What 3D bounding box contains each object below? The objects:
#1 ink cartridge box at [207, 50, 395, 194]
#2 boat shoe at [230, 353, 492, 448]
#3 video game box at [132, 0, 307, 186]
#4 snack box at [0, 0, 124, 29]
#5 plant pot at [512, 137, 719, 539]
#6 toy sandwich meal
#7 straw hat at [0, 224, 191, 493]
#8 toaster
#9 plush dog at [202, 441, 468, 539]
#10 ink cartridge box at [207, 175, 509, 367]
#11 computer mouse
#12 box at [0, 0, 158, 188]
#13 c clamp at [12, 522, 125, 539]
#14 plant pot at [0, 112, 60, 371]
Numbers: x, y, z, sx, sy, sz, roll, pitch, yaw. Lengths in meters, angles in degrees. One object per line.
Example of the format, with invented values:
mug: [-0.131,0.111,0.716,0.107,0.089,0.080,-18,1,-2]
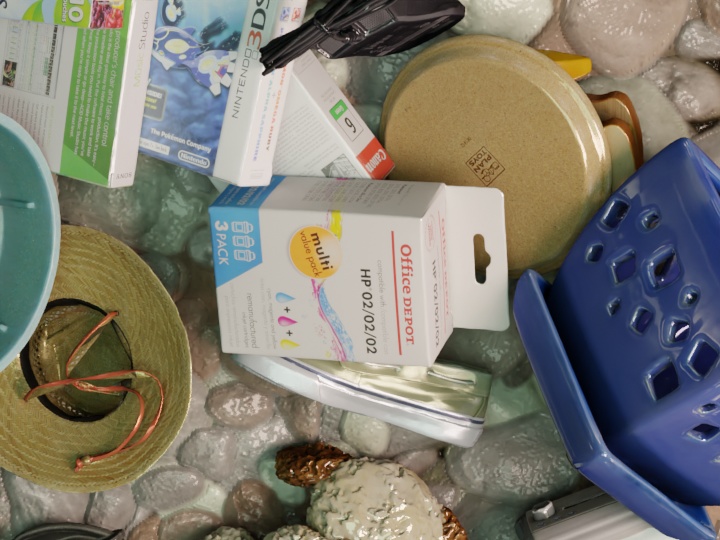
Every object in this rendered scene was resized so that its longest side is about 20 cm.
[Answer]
ink cartridge box: [-0.040,-0.069,1.555,0.109,0.050,0.200,-33,99,27]
boat shoe: [0.003,0.075,1.593,0.199,0.072,0.062,18,91,-12]
video game box: [-0.135,-0.173,1.511,0.199,0.047,0.183,19,101,28]
snack box: [-0.254,-0.248,1.467,0.199,0.053,0.143,10,101,22]
plant pot: [0.229,0.062,1.484,0.179,0.201,0.200,-35,139,17]
toy sandwich meal: [0.110,-0.087,1.546,0.204,0.070,0.206,13,118,25]
straw hat: [-0.204,0.067,1.582,0.200,0.085,0.202,0,89,14]
toaster: [0.209,0.245,1.590,0.129,0.114,0.201,-27,98,5]
plush dog: [-0.012,0.219,1.589,0.199,0.160,0.172,32,78,-4]
ink cartridge box: [0.000,0.000,1.503,0.199,0.068,0.116,3,114,17]
computer mouse: [0.023,-0.191,1.462,0.140,0.200,0.046,-29,83,37]
box: [-0.240,-0.150,1.526,0.199,0.036,0.145,16,104,28]
c clamp: [-0.183,0.273,1.640,0.170,0.027,0.201,-26,98,28]
plant pot: [-0.349,-0.027,1.499,0.195,0.200,0.202,11,104,36]
